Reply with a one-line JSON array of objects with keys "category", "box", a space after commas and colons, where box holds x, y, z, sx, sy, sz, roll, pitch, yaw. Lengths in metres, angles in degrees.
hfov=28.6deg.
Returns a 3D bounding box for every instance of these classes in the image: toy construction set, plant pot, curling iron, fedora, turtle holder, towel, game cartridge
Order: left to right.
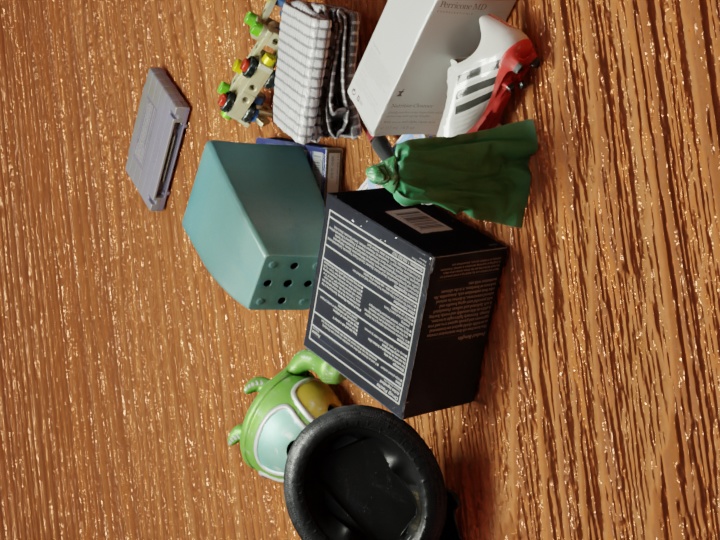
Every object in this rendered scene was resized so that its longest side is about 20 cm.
[{"category": "game cartridge", "box": [-0.333, -0.216, 2.318, 0.130, 0.038, 0.201, 58, 138, 44]}, {"category": "toy construction set", "box": [-0.143, -0.276, 1.939, 0.132, 0.091, 0.201, -95, 22, -51]}, {"category": "plant pot", "box": [-0.124, -0.047, 1.818, 0.201, 0.140, 0.142, 63, 141, 43]}, {"category": "turtle holder", "box": [-0.072, 0.199, 1.866, 0.131, 0.141, 0.186, 31, 79, 36]}, {"category": "towel", "box": [-0.051, -0.254, 1.791, 0.200, 0.085, 0.168, -136, 51, -69]}, {"category": "fedora", "box": [0.006, 0.248, 1.629, 0.092, 0.198, 0.203, -58, -32, -85]}, {"category": "curling iron", "box": [0.023, -0.168, 1.725, 0.201, 0.025, 0.050, -109, 33, -46]}]

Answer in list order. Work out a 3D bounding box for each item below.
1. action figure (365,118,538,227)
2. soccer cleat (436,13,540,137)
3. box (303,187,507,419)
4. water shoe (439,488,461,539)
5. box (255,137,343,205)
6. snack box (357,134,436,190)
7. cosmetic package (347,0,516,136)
[{"category": "action figure", "box": [0.093, -0.103, 1.493, 0.055, 0.198, 0.120, 14, 104, 56]}, {"category": "soccer cleat", "box": [0.121, -0.188, 1.556, 0.085, 0.068, 0.201, 48, 129, 23]}, {"category": "box", "box": [0.047, 0.032, 1.635, 0.199, 0.122, 0.200, 33, 121, 44]}, {"category": "water shoe", "box": [0.082, 0.353, 1.670, 0.079, 0.071, 0.203, 0, 93, 55]}, {"category": "box", "box": [-0.088, -0.116, 1.935, 0.199, 0.032, 0.123, 17, 107, 55]}, {"category": "snack box", "box": [0.042, -0.102, 1.737, 0.200, 0.024, 0.073, -49, 53, 48]}, {"category": "cosmetic package", "box": [0.077, -0.251, 1.590, 0.082, 0.112, 0.201, 62, 142, 33]}]
